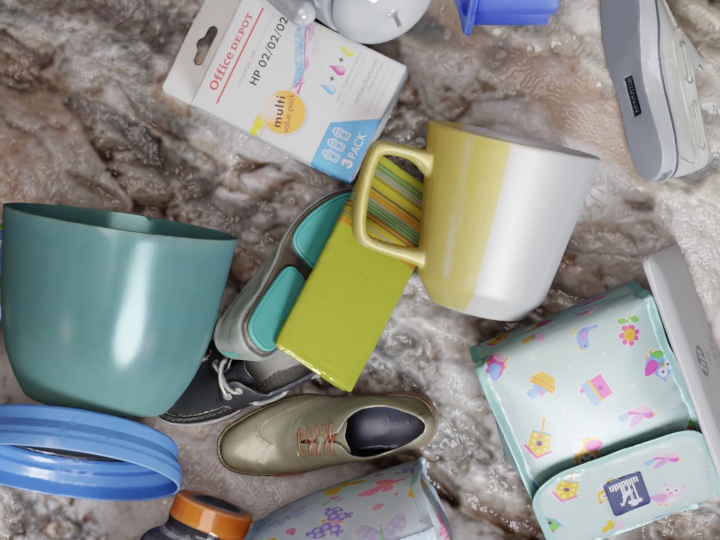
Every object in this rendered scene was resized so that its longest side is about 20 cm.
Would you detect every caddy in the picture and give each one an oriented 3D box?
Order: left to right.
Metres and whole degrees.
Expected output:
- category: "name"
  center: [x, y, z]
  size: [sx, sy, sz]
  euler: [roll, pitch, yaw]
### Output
- category: "caddy"
  center: [0.123, -0.300, 1.506]
  size: [0.105, 0.141, 0.200]
  euler: [6, 89, -1]

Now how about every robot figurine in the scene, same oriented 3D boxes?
- category: "robot figurine"
  center: [-0.015, -0.270, 1.510]
  size: [0.200, 0.113, 0.170]
  euler: [37, 64, 25]

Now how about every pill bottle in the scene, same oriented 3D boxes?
- category: "pill bottle"
  center: [-0.160, 0.296, 1.534]
  size: [0.106, 0.106, 0.200]
  euler: [20, 90, 4]

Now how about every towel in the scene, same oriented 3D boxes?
- category: "towel"
  center: [0.000, 0.000, 1.523]
  size: [0.086, 0.018, 0.200]
  euler: [34, 70, -21]

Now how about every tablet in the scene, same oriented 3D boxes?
- category: "tablet"
  center: [0.291, 0.076, 1.497]
  size: [0.014, 0.130, 0.200]
  euler: [-21, 88, 22]

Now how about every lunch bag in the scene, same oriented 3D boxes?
- category: "lunch bag"
  center: [-0.006, 0.246, 1.477]
  size: [0.169, 0.200, 0.127]
  euler: [-22, 88, 3]
- category: "lunch bag"
  center: [0.205, 0.133, 1.506]
  size: [0.170, 0.122, 0.200]
  euler: [-22, 95, 2]

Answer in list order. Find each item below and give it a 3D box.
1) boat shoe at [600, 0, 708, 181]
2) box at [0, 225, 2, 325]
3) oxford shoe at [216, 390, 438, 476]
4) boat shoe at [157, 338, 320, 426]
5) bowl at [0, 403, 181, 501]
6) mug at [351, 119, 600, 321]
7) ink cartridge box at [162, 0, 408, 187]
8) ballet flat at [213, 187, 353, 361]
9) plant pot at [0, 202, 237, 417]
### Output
- category: "boat shoe"
  center: [0.265, -0.180, 1.538]
  size: [0.070, 0.071, 0.200]
  euler: [-9, 84, -24]
- category: "box"
  center: [-0.404, -0.006, 1.582]
  size: [0.200, 0.048, 0.122]
  euler: [21, 91, 4]
- category: "oxford shoe"
  center: [-0.032, 0.141, 1.543]
  size: [0.200, 0.074, 0.071]
  euler: [-13, 88, 3]
- category: "boat shoe"
  center: [-0.095, 0.088, 1.554]
  size: [0.200, 0.060, 0.074]
  euler: [-17, 88, 3]
- category: "bowl"
  center: [-0.251, 0.156, 1.499]
  size: [0.200, 0.201, 0.039]
  euler: [5, 71, 4]
- category: "mug"
  center: [0.099, -0.045, 1.513]
  size: [0.186, 0.149, 0.153]
  euler: [15, 99, 17]
- category: "ink cartridge box"
  center: [-0.071, -0.169, 1.552]
  size: [0.200, 0.068, 0.115]
  euler: [26, 91, 4]
- category: "ballet flat"
  center: [-0.063, 0.000, 1.536]
  size: [0.067, 0.064, 0.200]
  euler: [52, 55, -23]
- category: "plant pot"
  center: [-0.215, 0.036, 1.498]
  size: [0.200, 0.201, 0.161]
  euler: [9, 94, 4]
